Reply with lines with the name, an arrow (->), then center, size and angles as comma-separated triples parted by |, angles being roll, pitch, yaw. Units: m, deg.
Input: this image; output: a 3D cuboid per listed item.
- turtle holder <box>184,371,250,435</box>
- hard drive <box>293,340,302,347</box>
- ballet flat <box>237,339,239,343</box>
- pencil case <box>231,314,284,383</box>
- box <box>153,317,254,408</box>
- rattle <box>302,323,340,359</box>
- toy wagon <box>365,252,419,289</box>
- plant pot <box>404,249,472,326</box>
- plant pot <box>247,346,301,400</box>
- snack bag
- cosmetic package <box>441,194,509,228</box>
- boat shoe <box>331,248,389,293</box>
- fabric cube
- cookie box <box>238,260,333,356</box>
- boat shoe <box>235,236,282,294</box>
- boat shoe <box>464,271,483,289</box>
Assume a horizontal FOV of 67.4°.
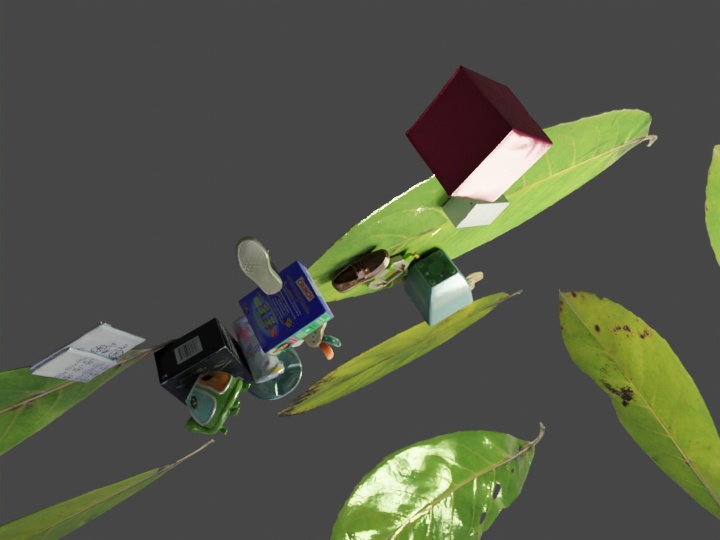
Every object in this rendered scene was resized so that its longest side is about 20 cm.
turtle holder -> -0.388, 0.346, 1.423 | 0.186, 0.131, 0.142 | -52, -167, 48
hard drive -> -0.212, 0.206, 1.851 | 0.131, 0.027, 0.200 | -7, 148, -46
ballet flat -> -0.285, 0.184, 1.662 | 0.198, 0.067, 0.067 | -21, 143, -23
pencil case -> -0.292, 0.219, 1.537 | 0.090, 0.202, 0.083 | -29, 168, 10
box -> -0.429, 0.268, 1.499 | 0.195, 0.118, 0.201 | -29, 139, -5
rattle -> -0.151, 0.168, 1.614 | 0.129, 0.201, 0.143 | -27, 158, -11
toy wagon -> 0.110, -0.005, 1.822 | 0.199, 0.040, 0.155 | -39, 158, 14
plant pot -> 0.276, 0.041, 1.956 | 0.194, 0.197, 0.201 | -29, 149, -7
plant pot -> -0.268, 0.308, 1.677 | 0.199, 0.202, 0.196 | -24, 179, -18
snack bag -> -0.632, 0.198, 1.275 | 0.199, 0.022, 0.189 | -32, 158, -1
cosmetic package -> 0.361, -0.201, 1.680 | 0.199, 0.085, 0.108 | -7, 147, -46
boat shoe -> -0.001, 0.000, 1.637 | 0.199, 0.072, 0.068 | -32, 160, 7
fabric cube -> 0.260, -0.293, 1.197 | 0.198, 0.201, 0.196 | -3, 146, -47
cookie box -> -0.201, 0.104, 1.456 | 0.199, 0.172, 0.075 | -34, 161, 5
boat shoe -> -0.245, -0.018, 1.288 | 0.074, 0.063, 0.201 | -26, 143, -1
boat shoe -> 0.480, 0.069, 2.441 | 0.198, 0.065, 0.071 | -24, 157, -18
